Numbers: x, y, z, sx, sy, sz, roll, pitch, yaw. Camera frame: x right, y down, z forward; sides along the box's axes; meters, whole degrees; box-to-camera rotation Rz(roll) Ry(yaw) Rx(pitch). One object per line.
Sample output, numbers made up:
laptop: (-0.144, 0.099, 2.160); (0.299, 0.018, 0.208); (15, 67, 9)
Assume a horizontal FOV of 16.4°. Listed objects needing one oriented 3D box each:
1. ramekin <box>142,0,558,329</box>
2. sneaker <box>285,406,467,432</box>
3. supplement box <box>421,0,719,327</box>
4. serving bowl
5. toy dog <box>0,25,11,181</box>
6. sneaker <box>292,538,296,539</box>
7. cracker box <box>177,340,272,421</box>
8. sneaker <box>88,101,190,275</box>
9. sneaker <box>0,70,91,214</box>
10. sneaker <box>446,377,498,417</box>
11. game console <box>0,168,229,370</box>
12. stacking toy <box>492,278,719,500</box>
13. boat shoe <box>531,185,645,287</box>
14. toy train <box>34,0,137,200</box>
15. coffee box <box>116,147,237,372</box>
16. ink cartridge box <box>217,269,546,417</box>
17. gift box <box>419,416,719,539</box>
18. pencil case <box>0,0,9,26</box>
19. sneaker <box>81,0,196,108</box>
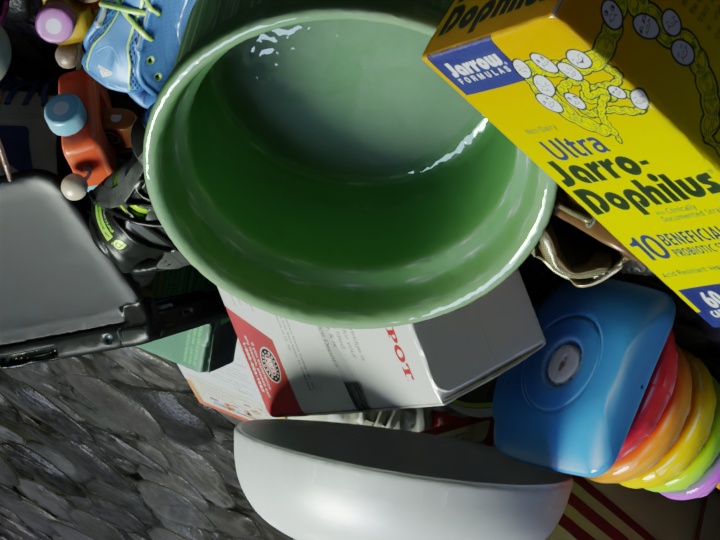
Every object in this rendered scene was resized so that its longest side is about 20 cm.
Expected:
ramekin: (-0.003, -0.076, 1.225); (0.199, 0.098, 0.201); (2, 132, 2)
sneaker: (0.024, 0.092, 1.670); (0.093, 0.071, 0.200); (10, 165, 32)
supplement box: (0.147, -0.079, 1.103); (0.200, 0.110, 0.109); (41, 157, -20)
serving bowl: (0.021, 0.135, 1.448); (0.199, 0.066, 0.200); (8, -177, 0)
toy dog: (-0.251, -0.088, 1.414); (0.131, 0.097, 0.200); (18, 169, 4)
sneaker: (-0.002, 0.191, 1.514); (0.088, 0.200, 0.081); (5, 114, 7)
cracker box: (-0.073, 0.044, 1.731); (0.133, 0.058, 0.200); (21, 156, 26)
sneaker: (-0.106, -0.035, 1.362); (0.071, 0.083, 0.200); (55, 168, 8)
sneaker: (-0.222, -0.103, 1.596); (0.115, 0.081, 0.200); (-35, 86, 24)
sneaker: (0.041, 0.032, 1.537); (0.199, 0.074, 0.081); (11, 147, 39)
game console: (-0.198, -0.003, 1.538); (0.199, 0.176, 0.117); (-10, 94, 33)
stacking toy: (0.183, 0.093, 1.462); (0.200, 0.117, 0.110); (30, 169, -34)
boat shoe: (0.110, -0.033, 1.259); (0.075, 0.074, 0.200); (27, 173, -9)
toy train: (-0.159, -0.142, 1.374); (0.055, 0.151, 0.200); (-11, 142, 6)
coffee box: (-0.164, -0.024, 1.640); (0.199, 0.044, 0.124); (20, 111, 26)
ink cartridge box: (0.000, 0.000, 1.431); (0.200, 0.083, 0.147); (-9, 105, 59)
gift box: (0.134, 0.188, 1.589); (0.184, 0.201, 0.187); (-16, 132, 46)
pencil case: (-0.300, -0.187, 1.508); (0.199, 0.085, 0.092); (14, 154, 38)
sneaker: (-0.097, -0.147, 1.291); (0.075, 0.105, 0.200); (28, 158, 15)
